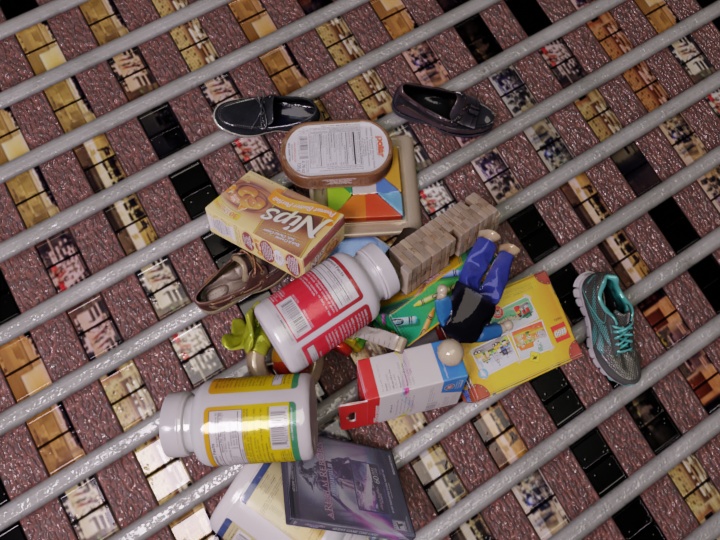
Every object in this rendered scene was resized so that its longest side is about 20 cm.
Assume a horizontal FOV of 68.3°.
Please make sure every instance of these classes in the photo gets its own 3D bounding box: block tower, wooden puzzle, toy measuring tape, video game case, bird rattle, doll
[{"bbox_3d":[0.129,-0.047,0.826,0.198,0.055,0.058,-35,57,-21],"label":"block tower"},{"bbox_3d":[0.008,-0.151,0.929,0.195,0.037,0.189,-2,74,-7],"label":"wooden puzzle"},{"bbox_3d":[0.006,0.106,0.830,0.198,0.073,0.075,10,72,44],"label":"toy measuring tape"},{"bbox_3d":[-0.021,0.305,0.760,0.197,0.144,0.019,22,117,-26],"label":"video game case"},{"bbox_3d":[-0.129,0.149,0.832,0.160,0.112,0.204,-12,78,-28],"label":"bird rattle"},{"bbox_3d":[0.170,0.048,0.780,0.135,0.048,0.203,31,79,-13],"label":"doll"}]

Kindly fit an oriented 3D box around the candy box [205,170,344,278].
[{"bbox_3d":[-0.136,-0.076,0.854,0.197,0.056,0.116,27,54,19],"label":"candy box"}]

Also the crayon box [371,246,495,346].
[{"bbox_3d":[0.116,0.037,0.852,0.198,0.119,0.059,-34,98,-15],"label":"crayon box"}]

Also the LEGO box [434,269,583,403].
[{"bbox_3d":[0.239,0.109,0.879,0.196,0.077,0.152,-20,80,-9],"label":"LEGO box"}]

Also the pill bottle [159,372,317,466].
[{"bbox_3d":[-0.159,0.201,0.715,0.195,0.113,0.116,-4,78,0],"label":"pill bottle"}]

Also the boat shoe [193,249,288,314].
[{"bbox_3d":[-0.185,0.001,0.871,0.198,0.072,0.073,-30,82,-10],"label":"boat shoe"}]

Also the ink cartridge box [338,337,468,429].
[{"bbox_3d":[0.057,0.179,0.823,0.195,0.117,0.068,-11,57,-7],"label":"ink cartridge box"}]

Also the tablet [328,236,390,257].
[{"bbox_3d":[0.000,0.000,0.917,0.198,0.014,0.131,33,77,4],"label":"tablet"}]

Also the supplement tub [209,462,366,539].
[{"bbox_3d":[-0.099,0.358,0.765,0.198,0.145,0.146,35,77,3],"label":"supplement tub"}]

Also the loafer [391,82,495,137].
[{"bbox_3d":[0.154,-0.295,0.967,0.195,0.063,0.074,11,77,-2],"label":"loafer"}]

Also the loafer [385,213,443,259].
[{"bbox_3d":[0.079,-0.033,0.886,0.197,0.073,0.072,-27,90,-20],"label":"loafer"}]

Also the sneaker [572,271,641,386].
[{"bbox_3d":[0.423,0.094,0.891,0.076,0.091,0.204,-18,80,-7],"label":"sneaker"}]

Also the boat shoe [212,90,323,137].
[{"bbox_3d":[-0.163,-0.278,0.939,0.195,0.062,0.076,2,79,-3],"label":"boat shoe"}]

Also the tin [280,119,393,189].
[{"bbox_3d":[-0.040,-0.200,0.909,0.195,0.042,0.115,-4,78,-3],"label":"tin"}]

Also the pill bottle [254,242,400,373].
[{"bbox_3d":[-0.044,0.048,0.768,0.198,0.112,0.113,-33,82,-15],"label":"pill bottle"}]
